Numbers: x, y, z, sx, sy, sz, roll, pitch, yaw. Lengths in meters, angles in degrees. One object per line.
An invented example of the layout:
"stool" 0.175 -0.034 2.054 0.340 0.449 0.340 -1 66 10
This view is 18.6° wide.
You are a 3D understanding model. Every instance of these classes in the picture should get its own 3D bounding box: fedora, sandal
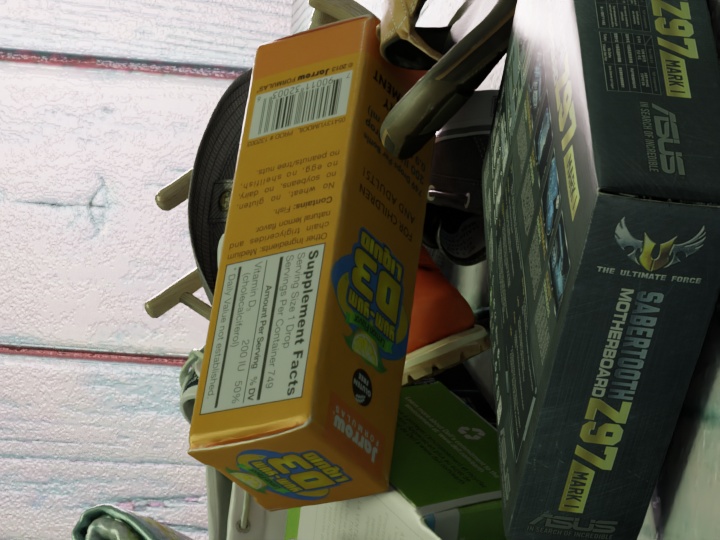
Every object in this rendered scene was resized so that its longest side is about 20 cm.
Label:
"fedora" -0.008 -0.035 1.285 0.090 0.177 0.200 -12 55 53
"sandal" 0.041 -0.113 0.916 0.082 0.055 0.200 -50 8 41

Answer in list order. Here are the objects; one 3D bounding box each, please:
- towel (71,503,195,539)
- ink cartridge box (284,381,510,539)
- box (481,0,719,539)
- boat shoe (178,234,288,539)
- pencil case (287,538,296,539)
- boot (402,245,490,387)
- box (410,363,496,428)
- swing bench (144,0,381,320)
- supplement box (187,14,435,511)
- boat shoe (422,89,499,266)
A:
"towel" -0.057 0.218 1.182 0.200 0.048 0.171 48 -177 35
"ink cartridge box" 0.046 0.158 0.903 0.200 0.076 0.148 38 128 49
"box" 0.081 -0.030 0.758 0.200 0.051 0.158 -91 7 -48
"boat shoe" -0.053 0.056 1.047 0.074 0.067 0.200 118 146 -51
"pencil case" 0.007 0.149 0.817 0.200 0.084 0.086 1 62 57
"boot" 0.000 0.000 1.074 0.200 0.075 0.107 -151 42 -71
"box" 0.012 0.132 1.152 0.200 0.086 0.164 -116 30 -78
"swing bench" -0.038 -0.049 1.490 0.200 0.130 0.199 -54 -9 -23
"supplement box" -0.016 -0.004 0.915 0.067 0.069 0.200 41 -131 -45
"boat shoe" 0.051 -0.036 1.023 0.200 0.070 0.066 159 117 -75
